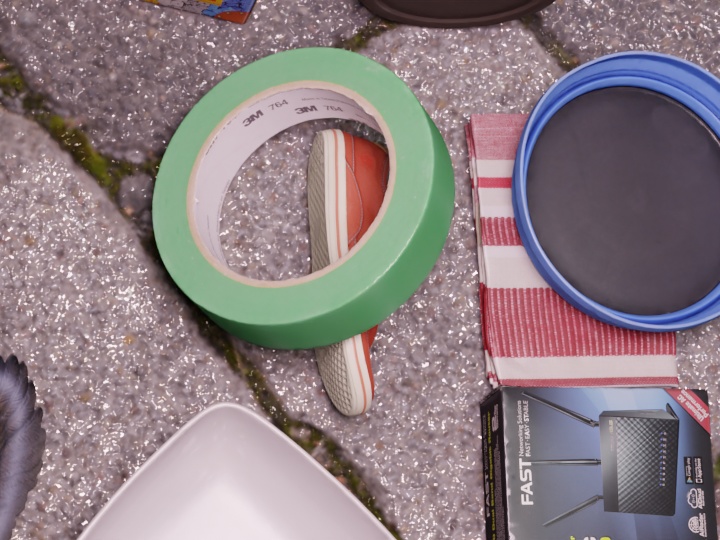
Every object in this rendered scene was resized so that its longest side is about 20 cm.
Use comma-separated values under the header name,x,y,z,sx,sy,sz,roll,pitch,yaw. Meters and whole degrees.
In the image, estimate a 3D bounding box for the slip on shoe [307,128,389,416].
name,x,y,z,sx,sy,sz,roll,pitch,yaw
slip on shoe,0.000,0.000,1.584,0.061,0.074,0.201,4,69,-15

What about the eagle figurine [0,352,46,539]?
name,x,y,z,sx,sy,sz,roll,pitch,yaw
eagle figurine,-0.280,0.150,1.462,0.152,0.150,0.201,44,27,-40

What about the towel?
name,x,y,z,sx,sy,sz,roll,pitch,yaw
towel,0.150,-0.014,1.648,0.143,0.023,0.201,0,77,-16

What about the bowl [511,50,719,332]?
name,x,y,z,sx,sy,sz,roll,pitch,yaw
bowl,0.199,-0.053,1.639,0.199,0.039,0.202,4,75,-16

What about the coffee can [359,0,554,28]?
name,x,y,z,sx,sy,sz,roll,pitch,yaw
coffee can,0.067,-0.290,1.637,0.145,0.146,0.201,2,74,-13

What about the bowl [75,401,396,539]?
name,x,y,z,sx,sy,sz,roll,pitch,yaw
bowl,-0.086,0.213,1.501,0.200,0.075,0.200,42,69,1

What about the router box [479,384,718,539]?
name,x,y,z,sx,sy,sz,roll,pitch,yaw
router box,0.162,0.178,1.575,0.149,0.062,0.201,1,75,-12

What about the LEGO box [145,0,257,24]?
name,x,y,z,sx,sy,sz,roll,pitch,yaw
LEGO box,-0.128,-0.292,1.628,0.148,0.077,0.201,12,72,-10

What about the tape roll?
name,x,y,z,sx,sy,sz,roll,pitch,yaw
tape roll,-0.039,-0.049,1.545,0.199,0.048,0.202,-9,65,19
